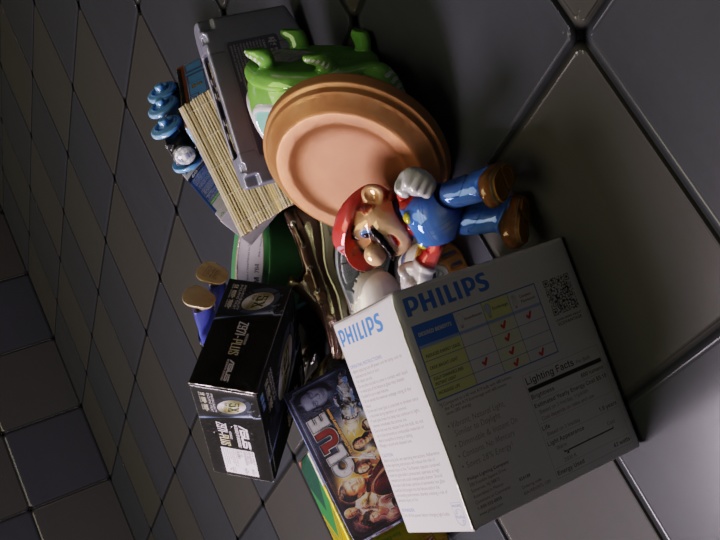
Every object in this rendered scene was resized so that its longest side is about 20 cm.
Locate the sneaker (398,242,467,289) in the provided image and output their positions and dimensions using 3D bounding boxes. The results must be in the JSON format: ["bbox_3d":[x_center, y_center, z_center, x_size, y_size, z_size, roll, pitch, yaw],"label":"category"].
[{"bbox_3d":[0.088,0.066,1.048,0.088,0.075,0.202,172,90,-70],"label":"sneaker"}]

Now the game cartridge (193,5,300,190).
[{"bbox_3d":[-0.107,-0.207,1.162,0.041,0.132,0.202,-16,91,69],"label":"game cartridge"}]

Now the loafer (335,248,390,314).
[{"bbox_3d":[0.000,0.000,1.163,0.063,0.071,0.202,-132,30,-59],"label":"loafer"}]

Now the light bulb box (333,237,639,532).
[{"bbox_3d":[0.111,0.101,0.877,0.125,0.197,0.202,-29,80,60],"label":"light bulb box"}]

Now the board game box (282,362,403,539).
[{"bbox_3d":[0.008,0.212,1.196,0.201,0.135,0.035,60,173,20],"label":"board game box"}]

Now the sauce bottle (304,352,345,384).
[{"bbox_3d":[-0.046,0.165,1.344,0.065,0.064,0.200,63,150,16],"label":"sauce bottle"}]

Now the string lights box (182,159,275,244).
[{"bbox_3d":[-0.163,-0.122,1.306,0.059,0.103,0.200,40,-178,-32],"label":"string lights box"}]

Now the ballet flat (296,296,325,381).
[{"bbox_3d":[-0.089,0.104,1.382,0.068,0.068,0.201,50,146,34],"label":"ballet flat"}]

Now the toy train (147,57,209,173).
[{"bbox_3d":[-0.224,-0.214,1.338,0.087,0.113,0.201,60,-175,-37],"label":"toy train"}]

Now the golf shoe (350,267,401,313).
[{"bbox_3d":[0.058,0.089,1.107,0.097,0.078,0.202,2,117,59],"label":"golf shoe"}]

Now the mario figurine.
[{"bbox_3d":[0.055,-0.035,0.928,0.199,0.106,0.125,-10,95,36],"label":"mario figurine"}]

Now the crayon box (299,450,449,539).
[{"bbox_3d":[0.022,0.302,1.234,0.201,0.126,0.051,64,152,17],"label":"crayon box"}]

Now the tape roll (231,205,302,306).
[{"bbox_3d":[-0.131,-0.007,1.348,0.200,0.048,0.203,-177,90,-68],"label":"tape roll"}]

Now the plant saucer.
[{"bbox_3d":[-0.007,-0.108,1.004,0.201,0.198,0.038,109,179,-49],"label":"plant saucer"}]

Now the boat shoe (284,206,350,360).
[{"bbox_3d":[-0.056,0.015,1.236,0.075,0.074,0.205,156,104,-82],"label":"boat shoe"}]

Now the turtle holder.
[{"bbox_3d":[-0.032,-0.184,1.061,0.141,0.183,0.133,-87,-6,-65],"label":"turtle holder"}]

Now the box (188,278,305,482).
[{"bbox_3d":[-0.136,0.140,1.234,0.201,0.085,0.165,87,-166,-48],"label":"box"}]

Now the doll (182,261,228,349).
[{"bbox_3d":[-0.185,0.075,1.290,0.048,0.137,0.201,16,144,13],"label":"doll"}]

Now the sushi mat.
[{"bbox_3d":[-0.149,-0.147,1.210,0.201,0.095,0.012,62,-166,18],"label":"sushi mat"}]
